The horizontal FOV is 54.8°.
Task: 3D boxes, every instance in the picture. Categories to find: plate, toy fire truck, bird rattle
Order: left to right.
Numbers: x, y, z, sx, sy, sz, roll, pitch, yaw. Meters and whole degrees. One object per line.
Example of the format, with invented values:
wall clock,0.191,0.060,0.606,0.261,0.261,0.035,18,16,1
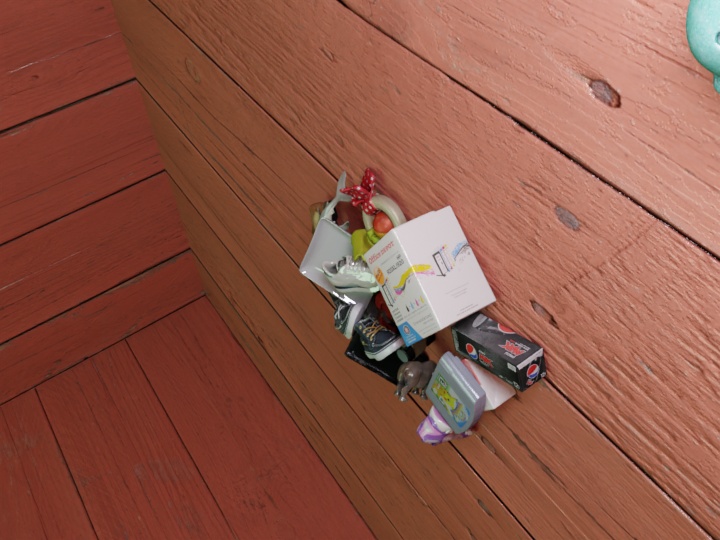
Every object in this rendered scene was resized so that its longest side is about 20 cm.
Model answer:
plate,-0.037,-0.017,1.688,0.198,0.032,0.201,32,134,4
bird rattle,0.045,-0.115,1.516,0.162,0.112,0.204,25,127,40
toy fire truck,0.081,0.087,1.629,0.199,0.128,0.178,30,144,37

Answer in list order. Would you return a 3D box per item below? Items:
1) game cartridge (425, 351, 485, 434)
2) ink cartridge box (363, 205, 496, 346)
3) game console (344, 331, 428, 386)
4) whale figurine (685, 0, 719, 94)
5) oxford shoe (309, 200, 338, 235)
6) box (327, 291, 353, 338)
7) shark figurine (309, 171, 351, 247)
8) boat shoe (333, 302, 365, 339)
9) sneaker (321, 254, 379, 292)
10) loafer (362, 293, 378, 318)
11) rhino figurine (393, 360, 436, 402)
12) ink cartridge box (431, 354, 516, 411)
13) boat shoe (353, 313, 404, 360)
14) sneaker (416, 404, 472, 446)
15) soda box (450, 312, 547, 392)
game cartridge,0.201,0.267,1.467,0.134,0.040,0.201,48,155,22
ink cartridge box,0.127,0.011,1.319,0.203,0.143,0.147,64,151,7
game console,0.070,0.215,1.805,0.198,0.118,0.176,30,-176,4
whale figurine,0.367,-0.189,0.610,0.203,0.103,0.159,61,159,0
oxford shoe,-0.089,-0.086,1.818,0.070,0.071,0.204,-1,114,24
box,-0.048,0.091,1.936,0.202,0.044,0.160,61,178,4
shark figurine,-0.078,-0.137,1.696,0.216,0.126,0.090,94,154,-53
boat shoe,-0.035,0.116,1.724,0.067,0.073,0.200,29,165,3
sneaker,0.000,0.000,1.595,0.197,0.077,0.081,-12,133,34
loafer,0.007,0.079,1.823,0.070,0.069,0.202,49,155,33
rhino figurine,0.145,0.250,1.605,0.059,0.198,0.089,18,96,36
ink cartridge box,0.237,0.240,1.491,0.118,0.067,0.200,60,158,5
boat shoe,0.035,0.146,1.560,0.092,0.070,0.200,59,162,-1
sneaker,0.192,0.370,1.624,0.081,0.089,0.199,51,-166,31
soda box,0.260,0.149,1.320,0.199,0.070,0.064,31,145,54
